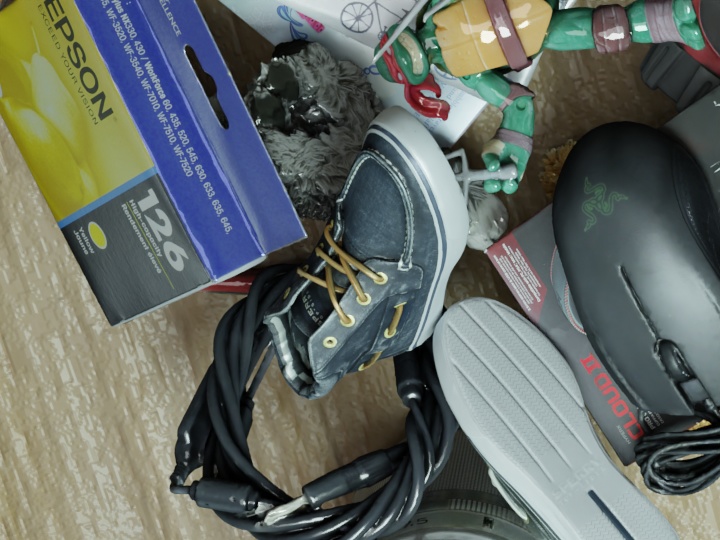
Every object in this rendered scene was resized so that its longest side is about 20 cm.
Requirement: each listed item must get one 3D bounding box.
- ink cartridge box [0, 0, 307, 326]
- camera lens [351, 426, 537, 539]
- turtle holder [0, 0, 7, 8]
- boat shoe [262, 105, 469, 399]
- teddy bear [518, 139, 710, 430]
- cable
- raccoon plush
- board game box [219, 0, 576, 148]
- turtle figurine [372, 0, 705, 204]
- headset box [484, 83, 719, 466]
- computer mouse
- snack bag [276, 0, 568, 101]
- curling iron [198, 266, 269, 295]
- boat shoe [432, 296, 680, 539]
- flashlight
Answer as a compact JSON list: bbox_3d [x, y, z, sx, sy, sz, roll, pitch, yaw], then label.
[{"bbox_3d":[-0.133,-0.077,1.219,0.200,0.047,0.198,-23,94,59],"label":"ink cartridge box"},{"bbox_3d":[0.061,0.193,1.272,0.159,0.200,0.161,2,109,6],"label":"camera lens"},{"bbox_3d":[-0.251,-0.222,1.217,0.184,0.141,0.132,10,126,-5],"label":"turtle holder"},{"bbox_3d":[0.000,0.000,1.139,0.091,0.201,0.071,-33,64,-21],"label":"boat shoe"},{"bbox_3d":[0.165,0.013,1.272,0.144,0.067,0.201,8,108,8],"label":"teddy bear"},{"bbox_3d":[-0.015,0.068,1.238,0.162,0.201,0.051,12,147,27],"label":"cable"},{"bbox_3d":[-0.030,-0.042,1.255,0.200,0.097,0.134,40,146,-9],"label":"raccoon plush"},{"bbox_3d":[0.027,-0.195,1.235,0.199,0.043,0.200,39,108,-6],"label":"board game box"},{"bbox_3d":[0.076,-0.131,1.154,0.199,0.101,0.150,-22,123,10],"label":"turtle figurine"},{"bbox_3d":[0.178,0.002,1.187,0.200,0.075,0.149,-35,85,30],"label":"headset box"},{"bbox_3d":[0.163,0.017,1.124,0.138,0.053,0.201,-27,89,32],"label":"computer mouse"},{"bbox_3d":[0.047,-0.213,1.193,0.188,0.021,0.201,26,109,-3],"label":"snack bag"},{"bbox_3d":[-0.049,-0.001,1.317,0.199,0.026,0.050,9,112,5],"label":"curling iron"},{"bbox_3d":[0.099,0.110,1.186,0.072,0.071,0.201,-27,75,-25],"label":"boat shoe"},{"bbox_3d":[0.238,-0.173,1.201,0.068,0.068,0.200,35,110,-3],"label":"flashlight"}]
